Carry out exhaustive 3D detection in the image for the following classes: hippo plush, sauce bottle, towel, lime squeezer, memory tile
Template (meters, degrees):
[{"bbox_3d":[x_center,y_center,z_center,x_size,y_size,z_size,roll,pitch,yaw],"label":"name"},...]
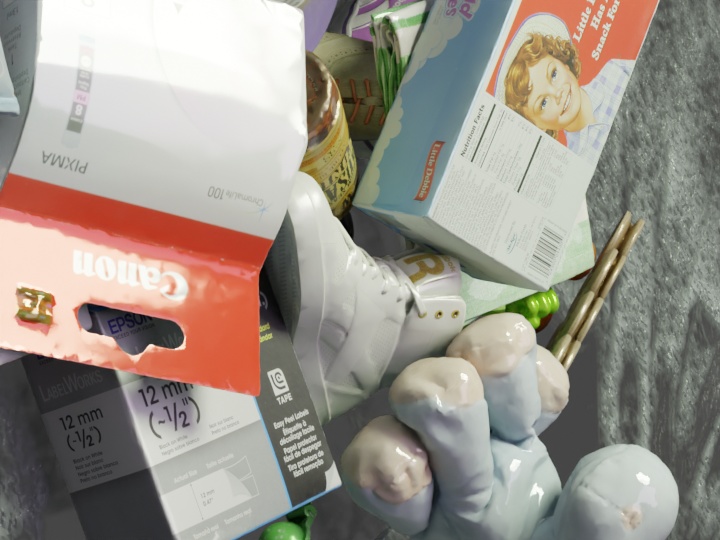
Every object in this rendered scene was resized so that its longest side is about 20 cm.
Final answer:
[{"bbox_3d":[0.086,0.142,1.283,0.159,0.161,0.200,6,117,-57],"label":"hippo plush"},{"bbox_3d":[-0.033,-0.059,1.282,0.200,0.066,0.066,69,20,-69],"label":"sauce bottle"},{"bbox_3d":[0.079,-0.075,1.364,0.152,0.023,0.201,-23,112,-36],"label":"towel"},{"bbox_3d":[-0.053,0.138,1.270,0.071,0.038,0.201,11,71,-55],"label":"lime squeezer"},{"bbox_3d":[0.130,0.058,1.505,0.017,0.154,0.200,30,40,4],"label":"memory tile"}]

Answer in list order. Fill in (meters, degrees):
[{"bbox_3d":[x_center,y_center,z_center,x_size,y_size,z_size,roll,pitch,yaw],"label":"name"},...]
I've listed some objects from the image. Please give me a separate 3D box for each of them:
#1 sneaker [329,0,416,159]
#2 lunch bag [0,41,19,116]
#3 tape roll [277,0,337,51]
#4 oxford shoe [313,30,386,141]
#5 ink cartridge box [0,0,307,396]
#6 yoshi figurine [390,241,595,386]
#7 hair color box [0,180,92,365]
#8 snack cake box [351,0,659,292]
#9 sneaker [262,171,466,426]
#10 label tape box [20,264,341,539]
[{"bbox_3d":[0.048,-0.162,1.462,0.073,0.114,0.201,50,42,-37],"label":"sneaker"},{"bbox_3d":[-0.257,-0.132,0.975,0.200,0.127,0.170,-21,99,-67],"label":"lunch bag"},{"bbox_3d":[-0.075,-0.213,1.256,0.200,0.085,0.201,6,90,-71],"label":"tape roll"},{"bbox_3d":[-0.003,-0.110,1.354,0.199,0.074,0.071,-8,104,-34],"label":"oxford shoe"},{"bbox_3d":[-0.100,-0.052,1.106,0.162,0.057,0.201,13,61,-37],"label":"ink cartridge box"},{"bbox_3d":[0.088,0.041,1.461,0.200,0.112,0.113,-33,113,-53],"label":"yoshi figurine"},{"bbox_3d":[-0.219,0.004,1.040,0.200,0.064,0.111,-23,98,-59],"label":"hair color box"},{"bbox_3d":[0.087,-0.103,1.307,0.115,0.067,0.201,30,78,-40],"label":"snack cake box"},{"bbox_3d":[0.000,0.000,1.268,0.074,0.115,0.200,55,-18,35],"label":"sneaker"},{"bbox_3d":[-0.103,0.047,1.185,0.143,0.066,0.201,-20,92,-54],"label":"label tape box"}]
